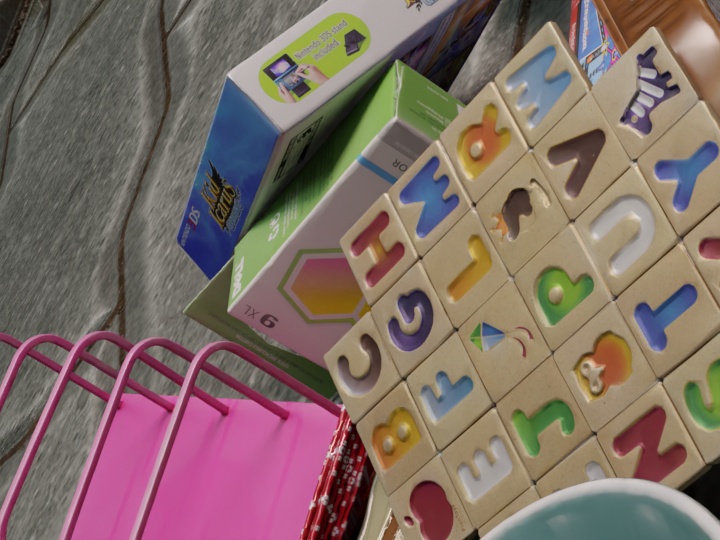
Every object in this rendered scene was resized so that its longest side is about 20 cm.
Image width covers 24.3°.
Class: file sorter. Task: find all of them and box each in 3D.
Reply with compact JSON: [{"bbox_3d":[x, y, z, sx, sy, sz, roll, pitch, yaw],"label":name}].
[{"bbox_3d":[-0.120,0.110,0.847,0.200,0.125,0.139,-1,63,43],"label":"file sorter"}]

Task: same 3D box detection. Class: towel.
[{"bbox_3d":[-0.015,0.133,0.736,0.145,0.022,0.200,92,-165,-70],"label":"towel"}]

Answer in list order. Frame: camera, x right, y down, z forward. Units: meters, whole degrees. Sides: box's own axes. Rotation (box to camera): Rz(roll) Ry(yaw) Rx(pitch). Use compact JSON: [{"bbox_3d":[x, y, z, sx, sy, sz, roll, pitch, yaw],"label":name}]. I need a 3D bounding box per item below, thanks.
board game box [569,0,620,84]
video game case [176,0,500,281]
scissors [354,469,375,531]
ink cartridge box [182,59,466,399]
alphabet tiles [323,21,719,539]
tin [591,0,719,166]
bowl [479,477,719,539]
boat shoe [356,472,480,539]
[{"bbox_3d":[0.138,-0.105,0.808,0.103,0.019,0.200,-40,28,39],"label":"board game box"},{"bbox_3d":[-0.010,-0.093,0.911,0.181,0.045,0.200,-39,-9,-25],"label":"video game case"},{"bbox_3d":[0.012,0.101,0.824,0.200,0.014,0.073,-43,27,39],"label":"scissors"},{"bbox_3d":[0.000,0.000,0.861,0.200,0.104,0.059,-47,23,29],"label":"ink cartridge box"},{"bbox_3d":[0.062,0.016,0.596,0.200,0.006,0.167,-46,57,35],"label":"alphabet tiles"},{"bbox_3d":[0.134,-0.084,0.643,0.042,0.112,0.200,-36,36,17],"label":"tin"},{"bbox_3d":[0.076,0.169,0.457,0.201,0.105,0.201,-49,23,28],"label":"bowl"},{"bbox_3d":[0.029,0.141,0.652,0.074,0.076,0.200,-4,61,46],"label":"boat shoe"}]
